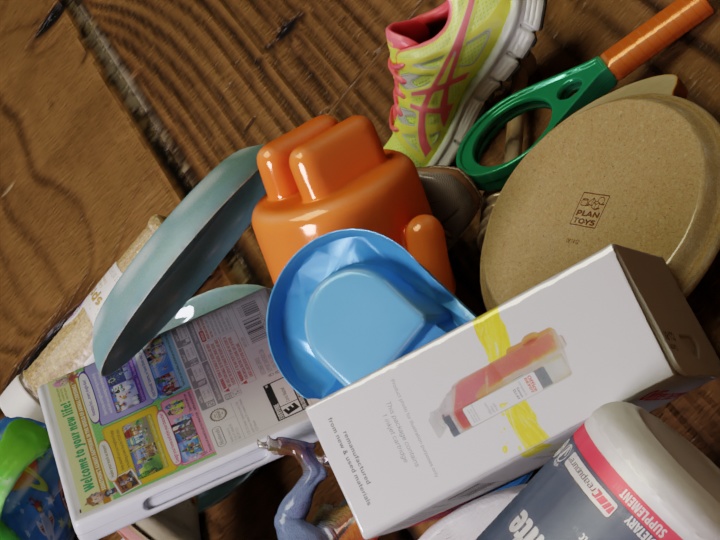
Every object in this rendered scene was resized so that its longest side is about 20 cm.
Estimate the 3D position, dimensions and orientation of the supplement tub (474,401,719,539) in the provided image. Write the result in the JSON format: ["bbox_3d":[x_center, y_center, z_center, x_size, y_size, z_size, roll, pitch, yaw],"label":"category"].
[{"bbox_3d":[0.116,0.181,1.280,0.200,0.140,0.140,-48,29,8],"label":"supplement tub"}]

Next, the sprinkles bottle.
[{"bbox_3d":[-0.201,0.051,1.966,0.200,0.068,0.068,-49,29,6],"label":"sprinkles bottle"}]

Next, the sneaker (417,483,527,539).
[{"bbox_3d":[0.047,0.182,1.466,0.200,0.075,0.089,-38,10,17],"label":"sneaker"}]

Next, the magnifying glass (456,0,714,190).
[{"bbox_3d":[0.149,-0.122,1.653,0.200,0.022,0.080,-37,29,8],"label":"magnifying glass"}]

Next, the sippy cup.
[{"bbox_3d":[-0.269,0.184,1.855,0.177,0.140,0.130,-17,26,41],"label":"sippy cup"}]

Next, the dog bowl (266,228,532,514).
[{"bbox_3d":[0.034,0.061,1.511,0.112,0.200,0.050,-51,-16,12],"label":"dog bowl"}]

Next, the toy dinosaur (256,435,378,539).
[{"bbox_3d":[-0.042,0.200,1.557,0.199,0.105,0.183,-7,72,38],"label":"toy dinosaur"}]

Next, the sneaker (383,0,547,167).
[{"bbox_3d":[0.049,-0.139,1.756,0.200,0.090,0.078,-57,16,28],"label":"sneaker"}]

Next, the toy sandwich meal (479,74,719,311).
[{"bbox_3d":[0.159,-0.024,1.529,0.204,0.070,0.206,-24,47,29],"label":"toy sandwich meal"}]

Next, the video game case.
[{"bbox_3d":[-0.122,0.094,1.680,0.181,0.022,0.200,-24,28,-3],"label":"video game case"}]

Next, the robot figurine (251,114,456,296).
[{"bbox_3d":[0.001,0.000,1.617,0.143,0.201,0.117,-13,19,19],"label":"robot figurine"}]

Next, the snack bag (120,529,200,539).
[{"bbox_3d":[-0.174,0.270,1.732,0.189,0.021,0.200,-43,30,16],"label":"snack bag"}]

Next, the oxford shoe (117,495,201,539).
[{"bbox_3d":[-0.139,0.147,1.686,0.074,0.071,0.200,-42,40,-1],"label":"oxford shoe"}]

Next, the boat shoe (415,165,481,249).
[{"bbox_3d":[0.022,-0.041,1.719,0.072,0.076,0.200,-40,12,-33],"label":"boat shoe"}]

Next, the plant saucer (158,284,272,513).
[{"bbox_3d":[-0.111,0.104,1.781,0.200,0.039,0.202,-24,44,25],"label":"plant saucer"}]

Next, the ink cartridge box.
[{"bbox_3d":[0.090,0.067,1.391,0.199,0.145,0.084,-28,80,15],"label":"ink cartridge box"}]

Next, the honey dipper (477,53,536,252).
[{"bbox_3d":[0.107,-0.085,1.703,0.038,0.038,0.201,-32,31,33],"label":"honey dipper"}]

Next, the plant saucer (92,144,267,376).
[{"bbox_3d":[-0.120,-0.013,1.679,0.200,0.027,0.200,-49,-4,-5],"label":"plant saucer"}]
